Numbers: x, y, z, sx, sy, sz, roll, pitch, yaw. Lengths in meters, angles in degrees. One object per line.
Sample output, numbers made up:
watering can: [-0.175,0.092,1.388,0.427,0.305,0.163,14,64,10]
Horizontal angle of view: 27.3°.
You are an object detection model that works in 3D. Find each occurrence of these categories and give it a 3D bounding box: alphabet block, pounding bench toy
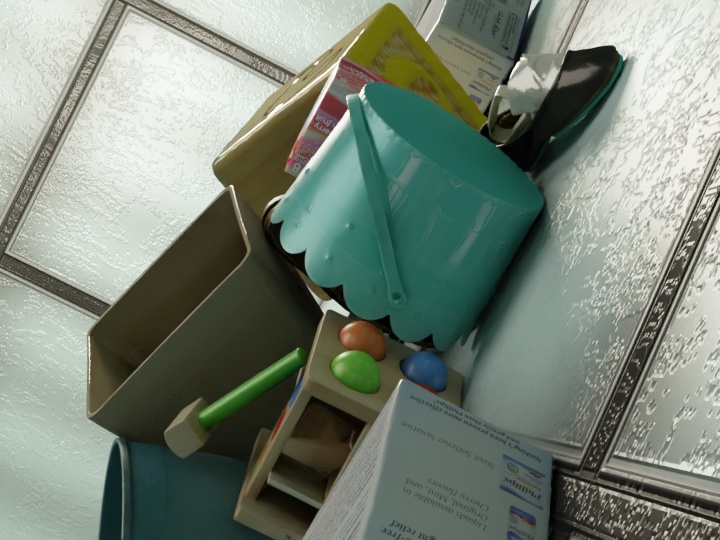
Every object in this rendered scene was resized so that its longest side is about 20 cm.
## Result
alphabet block: [-0.002,-0.125,1.559,0.199,0.197,0.196,-34,15,32]
pounding bench toy: [-0.037,0.113,1.157,0.157,0.198,0.124,-62,5,23]

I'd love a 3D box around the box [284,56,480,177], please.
box: [0.041,-0.097,1.357,0.103,0.199,0.095,-59,7,20]

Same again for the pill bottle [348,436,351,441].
pill bottle: [-0.061,0.199,1.443,0.115,0.113,0.200,-62,6,16]

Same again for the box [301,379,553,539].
box: [0.013,0.198,0.801,0.185,0.104,0.201,-60,6,32]

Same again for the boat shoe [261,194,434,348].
boat shoe: [0.000,0.000,1.329,0.072,0.199,0.068,-55,14,21]

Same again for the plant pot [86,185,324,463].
plant pot: [-0.115,0.077,1.339,0.200,0.177,0.200,-45,21,7]

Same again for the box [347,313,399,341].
box: [0.040,0.016,1.662,0.194,0.047,0.200,-59,7,16]

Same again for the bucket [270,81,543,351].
bucket: [0.041,-0.050,1.213,0.135,0.206,0.207,-57,8,19]

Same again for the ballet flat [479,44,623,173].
ballet flat: [0.147,-0.137,1.236,0.068,0.068,0.200,-65,6,-26]

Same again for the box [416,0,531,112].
box: [0.116,-0.259,1.808,0.201,0.104,0.185,-57,9,45]

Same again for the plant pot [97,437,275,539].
plant pot: [-0.117,0.244,1.223,0.200,0.186,0.203,-175,90,-75]
